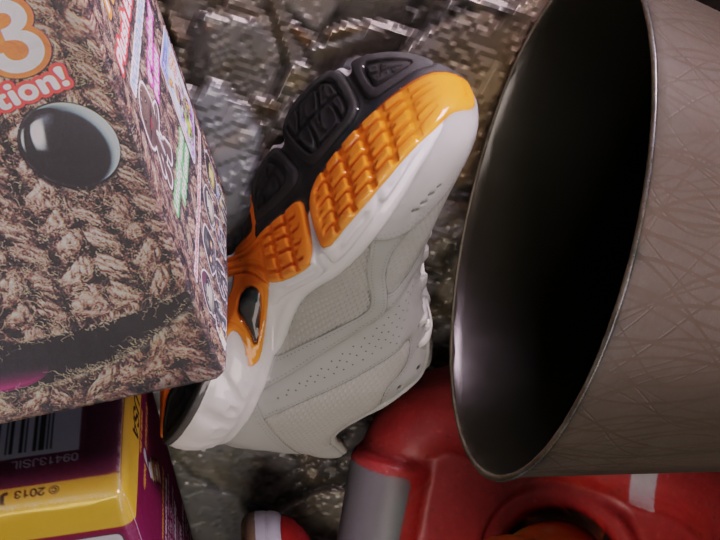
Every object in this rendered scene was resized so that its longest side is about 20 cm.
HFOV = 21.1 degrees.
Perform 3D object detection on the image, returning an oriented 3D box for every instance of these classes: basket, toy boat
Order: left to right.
[{"bbox_3d":[0.072,0.119,0.735,0.199,0.131,0.132,14,102,23],"label":"toy boat"},{"bbox_3d":[0.153,-0.001,0.689,0.198,0.136,0.182,9,101,-20],"label":"basket"}]

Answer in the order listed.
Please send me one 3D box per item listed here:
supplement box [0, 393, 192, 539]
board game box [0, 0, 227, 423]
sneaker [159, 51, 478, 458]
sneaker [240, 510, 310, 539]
[{"bbox_3d":[-0.135,0.130,0.793,0.130,0.104,0.201,-8,130,2],"label":"supplement box"},{"bbox_3d":[-0.145,-0.051,0.642,0.158,0.097,0.201,-13,131,6],"label":"board game box"},{"bbox_3d":[0.000,0.000,0.724,0.091,0.076,0.200,15,136,-26],"label":"sneaker"},{"bbox_3d":[0.008,0.171,0.861,0.111,0.072,0.201,-4,138,4],"label":"sneaker"}]
